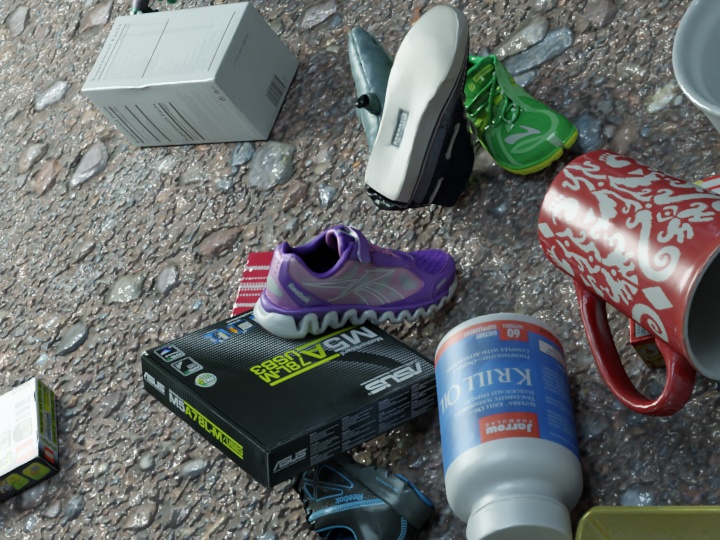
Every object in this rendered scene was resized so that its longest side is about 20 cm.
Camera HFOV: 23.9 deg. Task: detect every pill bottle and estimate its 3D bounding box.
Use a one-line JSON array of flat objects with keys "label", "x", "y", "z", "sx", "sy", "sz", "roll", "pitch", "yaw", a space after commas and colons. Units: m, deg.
[{"label": "pill bottle", "x": 0.121, "y": 0.143, "z": 1.382, "sx": 0.112, "sy": 0.112, "sz": 0.200, "roll": -23, "pitch": 46, "yaw": 20}]

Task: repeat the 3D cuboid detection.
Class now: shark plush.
[{"label": "shark plush", "x": 0.011, "y": -0.153, "z": 1.723, "sx": 0.091, "sy": 0.083, "sz": 0.200, "roll": -12, "pitch": 50, "yaw": 29}]

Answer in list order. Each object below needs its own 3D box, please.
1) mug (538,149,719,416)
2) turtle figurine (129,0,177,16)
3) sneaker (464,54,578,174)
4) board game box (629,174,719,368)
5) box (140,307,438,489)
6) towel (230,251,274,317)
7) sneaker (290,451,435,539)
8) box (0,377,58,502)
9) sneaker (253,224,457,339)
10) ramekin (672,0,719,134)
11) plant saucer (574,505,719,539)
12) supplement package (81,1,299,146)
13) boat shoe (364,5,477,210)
[{"label": "mug", "x": 0.226, "y": 0.001, "z": 1.342, "sx": 0.178, "sy": 0.133, "sz": 0.200, "roll": -46, "pitch": 40, "yaw": -6}, {"label": "turtle figurine", "x": -0.208, "y": -0.341, "z": 1.975, "sx": 0.149, "sy": 0.101, "sz": 0.200, "roll": -28, "pitch": 15, "yaw": -8}, {"label": "sneaker", "x": 0.129, "y": -0.157, "z": 1.640, "sx": 0.074, "sy": 0.084, "sz": 0.200, "roll": -46, "pitch": 43, "yaw": -5}, {"label": "board game box", "x": 0.322, "y": -0.013, "z": 1.410, "sx": 0.200, "sy": 0.046, "sz": 0.152, "roll": -17, "pitch": 49, "yaw": 25}, {"label": "box", "x": -0.061, "y": 0.097, "z": 1.507, "sx": 0.200, "sy": 0.048, "sz": 0.193, "roll": -21, "pitch": 34, "yaw": -32}, {"label": "towel", "x": -0.070, "y": 0.062, "z": 1.655, "sx": 0.144, "sy": 0.022, "sz": 0.200, "roll": -4, "pitch": 56, "yaw": 31}, {"label": "sneaker", "x": -0.030, "y": 0.192, "z": 1.482, "sx": 0.200, "sy": 0.073, "sz": 0.082, "roll": 23, "pitch": 73, "yaw": 45}, {"label": "box", "x": -0.407, "y": 0.202, "z": 1.777, "sx": 0.200, "sy": 0.035, "sz": 0.110, "roll": -28, "pitch": 44, "yaw": 15}, {"label": "sneaker", "x": 0.000, "y": 0.000, "z": 1.548, "sx": 0.200, "sy": 0.089, "sz": 0.080, "roll": -10, "pitch": 28, "yaw": -24}, {"label": "ramekin", "x": 0.380, "y": -0.182, "z": 1.467, "sx": 0.200, "sy": 0.098, "sz": 0.201, "roll": -20, "pitch": 46, "yaw": 23}, {"label": "plant saucer", "x": 0.241, "y": 0.271, "z": 1.237, "sx": 0.200, "sy": 0.048, "sz": 0.200, "roll": -5, "pitch": 53, "yaw": 33}, {"label": "supplement package", "x": -0.191, "y": -0.217, "z": 1.903, "sx": 0.200, "sy": 0.110, "sz": 0.114, "roll": 1, "pitch": 57, "yaw": 36}, {"label": "boat shoe", "x": 0.075, "y": -0.151, "z": 1.618, "sx": 0.075, "sy": 0.093, "sz": 0.200, "roll": 35, "pitch": 111, "yaw": 40}]
